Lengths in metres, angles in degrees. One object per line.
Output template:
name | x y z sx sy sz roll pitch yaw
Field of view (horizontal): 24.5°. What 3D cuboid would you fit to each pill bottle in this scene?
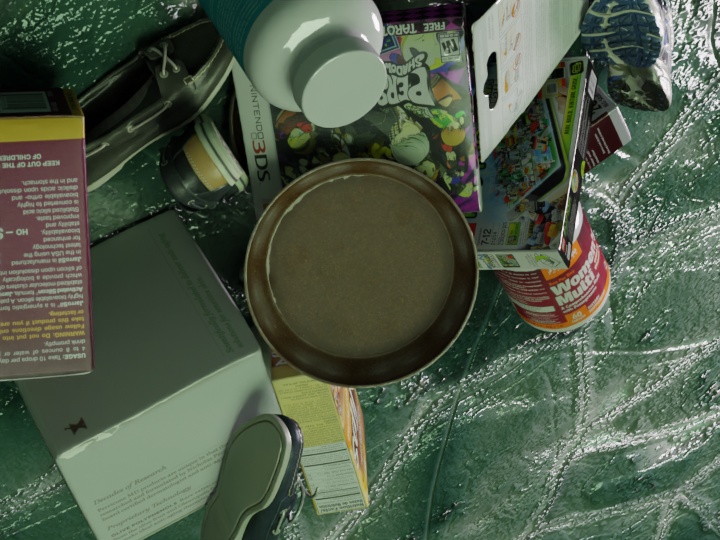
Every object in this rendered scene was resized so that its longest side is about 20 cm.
pill bottle | -0.054 -0.197 1.257 0.110 0.201 0.111 -19 140 -16
pill bottle | 0.179 -0.030 1.675 0.109 0.110 0.200 -34 142 1

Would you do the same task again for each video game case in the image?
video game case | -0.002 -0.126 1.394 0.198 0.036 0.183 -4 120 5

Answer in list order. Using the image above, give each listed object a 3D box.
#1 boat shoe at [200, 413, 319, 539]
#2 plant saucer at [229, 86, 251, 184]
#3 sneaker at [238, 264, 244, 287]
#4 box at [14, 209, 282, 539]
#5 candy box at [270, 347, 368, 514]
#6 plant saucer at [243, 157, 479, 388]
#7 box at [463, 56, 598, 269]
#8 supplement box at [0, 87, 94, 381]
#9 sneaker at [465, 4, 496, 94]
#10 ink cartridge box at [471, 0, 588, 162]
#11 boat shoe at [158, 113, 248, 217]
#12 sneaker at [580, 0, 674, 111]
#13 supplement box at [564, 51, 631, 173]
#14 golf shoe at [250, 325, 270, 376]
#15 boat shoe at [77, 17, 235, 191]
boat shoe | -0.083 0.193 1.437 0.061 0.075 0.201 -6 135 -32
plant saucer | -0.013 -0.131 1.433 0.199 0.037 0.202 1 120 2
sneaker | -0.025 -0.014 1.592 0.198 0.072 0.073 -8 110 -23
box | -0.196 0.098 1.474 0.199 0.199 0.172 -27 142 -10
candy box | -0.038 0.120 1.540 0.055 0.116 0.201 -10 135 7
plant saucer | 0.000 0.000 1.406 0.198 0.035 0.202 -1 107 -4
box | 0.145 -0.096 1.487 0.109 0.201 0.035 -1 152 25
supplement box | -0.261 -0.031 1.273 0.102 0.131 0.202 -4 105 -13
sneaker | 0.064 -0.156 1.493 0.082 0.074 0.200 11 131 -47
ink cartridge box | 0.133 -0.216 1.417 0.200 0.050 0.163 -50 151 -29
boat shoe | -0.133 -0.085 1.363 0.062 0.075 0.200 -34 -174 0
sneaker | 0.253 -0.228 1.538 0.076 0.086 0.200 8 160 17
supplement box | 0.140 -0.113 1.559 0.199 0.109 0.061 -36 143 3
golf shoe | -0.049 0.059 1.608 0.198 0.079 0.097 -17 154 -1
boat shoe | -0.181 -0.138 1.340 0.200 0.067 0.057 -40 146 14
